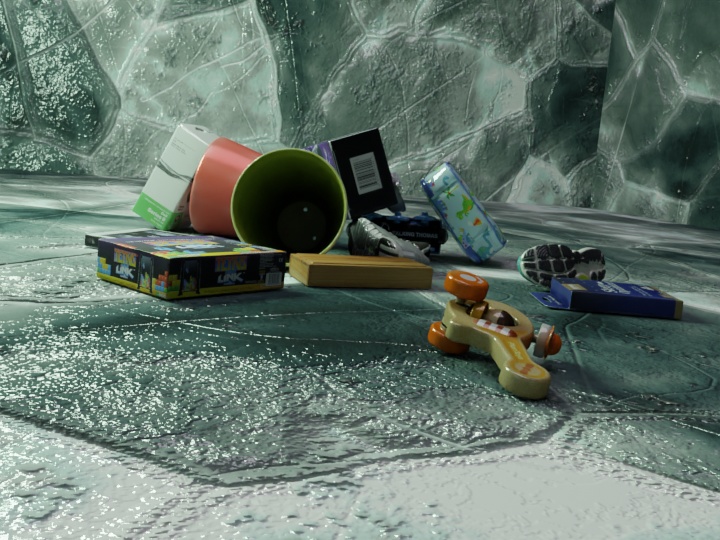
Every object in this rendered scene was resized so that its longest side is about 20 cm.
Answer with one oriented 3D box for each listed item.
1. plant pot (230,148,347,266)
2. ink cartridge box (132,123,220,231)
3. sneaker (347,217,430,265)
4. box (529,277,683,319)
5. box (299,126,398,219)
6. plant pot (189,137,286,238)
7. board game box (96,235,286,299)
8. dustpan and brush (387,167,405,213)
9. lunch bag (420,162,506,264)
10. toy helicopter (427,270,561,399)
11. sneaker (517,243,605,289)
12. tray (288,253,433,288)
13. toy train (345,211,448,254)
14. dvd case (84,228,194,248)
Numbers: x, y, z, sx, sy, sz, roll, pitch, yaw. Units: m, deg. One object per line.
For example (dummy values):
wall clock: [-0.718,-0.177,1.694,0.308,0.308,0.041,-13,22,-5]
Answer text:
plant pot: [-0.109,-0.088,1.439,0.185,0.189,0.200,5,-7,3]
ink cartridge box: [-0.357,-0.188,1.731,0.084,0.201,0.146,33,13,5]
sneaker: [0.058,-0.034,1.486,0.115,0.076,0.200,8,16,-25]
box: [0.364,0.039,1.280,0.198,0.033,0.121,4,9,-2]
box: [-0.029,-0.177,1.603,0.104,0.149,0.200,-19,8,-21]
plant pot: [-0.216,-0.145,1.681,0.176,0.202,0.200,17,11,9]
board game box: [-0.228,-0.009,1.161,0.164,0.057,0.199,14,12,39]
dustpan and brush: [0.057,-0.167,1.634,0.057,0.140,0.200,-23,10,11]
lunch bag: [0.201,-0.110,1.657,0.082,0.201,0.161,-36,-1,13]
toy helicopter: [0.151,0.076,0.849,0.131,0.080,0.200,13,18,-11]
sneaker: [0.331,0.002,1.440,0.199,0.078,0.079,4,-12,-39]
tray: [0.000,0.000,1.304,0.198,0.037,0.099,3,9,-22]
toy train: [0.072,-0.071,1.676,0.198,0.088,0.114,3,-1,4]
dvd case: [-0.334,-0.044,1.430,0.198,0.025,0.150,9,10,25]
